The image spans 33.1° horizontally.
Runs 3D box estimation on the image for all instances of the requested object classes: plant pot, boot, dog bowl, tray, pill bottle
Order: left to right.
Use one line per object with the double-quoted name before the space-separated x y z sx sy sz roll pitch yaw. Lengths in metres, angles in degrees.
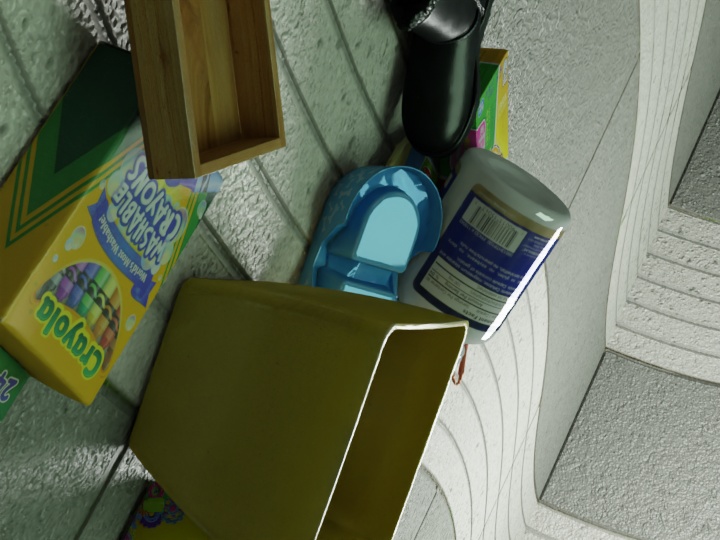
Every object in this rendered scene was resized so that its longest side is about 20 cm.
"tray" -0.090 -0.160 0.665 0.098 0.037 0.203 -30 116 -59
"plant pot" -0.054 0.102 0.912 0.200 0.174 0.203 4 106 -69
"dog bowl" 0.000 0.000 1.078 0.110 0.049 0.203 15 96 -41
"boot" 0.064 -0.208 1.052 0.162 0.072 0.201 13 91 -72
"pill bottle" 0.098 -0.002 1.144 0.201 0.119 0.119 -57 164 19

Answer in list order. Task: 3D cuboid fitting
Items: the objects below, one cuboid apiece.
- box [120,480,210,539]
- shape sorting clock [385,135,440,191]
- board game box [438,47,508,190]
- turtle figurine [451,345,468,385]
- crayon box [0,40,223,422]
"box" -0.133 0.300 0.990 0.202 0.121 0.193 -64 161 -10
"shape sorting clock" 0.038 -0.045 1.197 0.200 0.039 0.202 -51 154 -36
"board game box" 0.118 -0.107 1.249 0.153 0.040 0.203 -59 150 -55
"turtle figurine" 0.049 0.121 1.359 0.201 0.064 0.162 -50 147 -21
"crayon box" -0.162 -0.011 0.700 0.202 0.051 0.126 -61 159 -19
